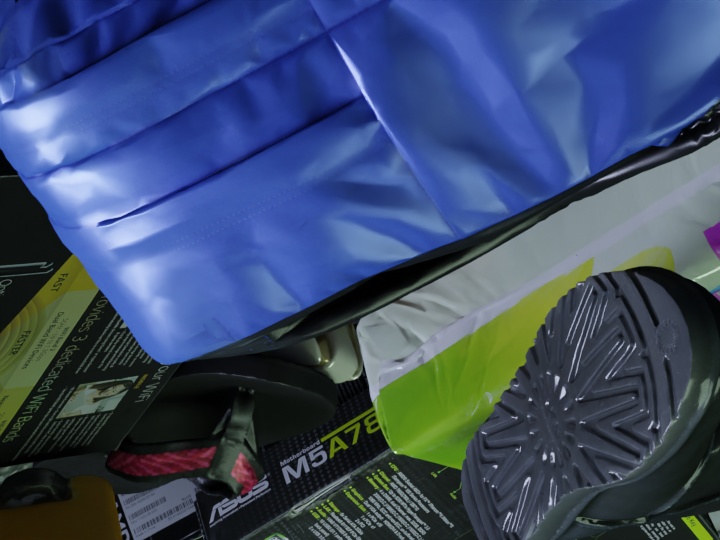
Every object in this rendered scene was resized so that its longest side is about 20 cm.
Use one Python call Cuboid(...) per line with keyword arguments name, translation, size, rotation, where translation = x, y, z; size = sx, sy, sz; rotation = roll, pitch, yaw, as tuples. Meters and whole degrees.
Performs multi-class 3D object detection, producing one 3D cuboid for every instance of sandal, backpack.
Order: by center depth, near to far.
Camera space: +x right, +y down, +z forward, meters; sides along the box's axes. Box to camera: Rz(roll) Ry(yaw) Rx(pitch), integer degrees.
Cuboid(name="backpack", translation=(-0.010, -0.086, 0.557), size=(0.199, 0.168, 0.163), rotation=(-31, -164, 22))
Cuboid(name="sandal", translation=(-0.076, 0.079, 0.879), size=(0.075, 0.045, 0.200), rotation=(21, 150, -29))

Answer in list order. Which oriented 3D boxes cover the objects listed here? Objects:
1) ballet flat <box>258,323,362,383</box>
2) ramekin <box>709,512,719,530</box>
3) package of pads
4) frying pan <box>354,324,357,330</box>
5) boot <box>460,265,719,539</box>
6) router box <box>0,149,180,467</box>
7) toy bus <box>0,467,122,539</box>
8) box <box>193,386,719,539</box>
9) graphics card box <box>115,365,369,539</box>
Cuboid(name="ballet flat", translation=(0.000, 0.000, 0.843), size=(0.199, 0.072, 0.069), rotation=(-35, 152, 18))
Cuboid(name="ramekin", translation=(0.192, 0.073, 1.136), size=(0.201, 0.095, 0.203), rotation=(-21, 155, -10))
Cuboid(name="package of pads", translation=(0.117, 0.012, 0.803), size=(0.199, 0.069, 0.154), rotation=(-32, 153, 23))
Cuboid(name="frying pan", translation=(0.021, 0.018, 0.911), size=(0.189, 0.031, 0.115), rotation=(-30, 176, 2))
Cuboid(name="boot", translation=(0.154, 0.041, 0.731), size=(0.198, 0.066, 0.165), rotation=(-4, 158, -24))
Cuboid(name="router box", translation=(-0.125, 0.004, 0.754), size=(0.156, 0.052, 0.200), rotation=(-5, 147, -39))
Cuboid(name="toy bus", translation=(-0.191, 0.136, 0.810), size=(0.198, 0.065, 0.079), rotation=(-7, 137, -13))
Cuboid(name="box", translation=(0.051, 0.120, 1.002), size=(0.193, 0.048, 0.200), rotation=(-34, 135, 10))
Cuboid(name="graphics card box", translation=(-0.025, 0.106, 1.048), size=(0.199, 0.051, 0.125), rotation=(-31, 154, 8))
